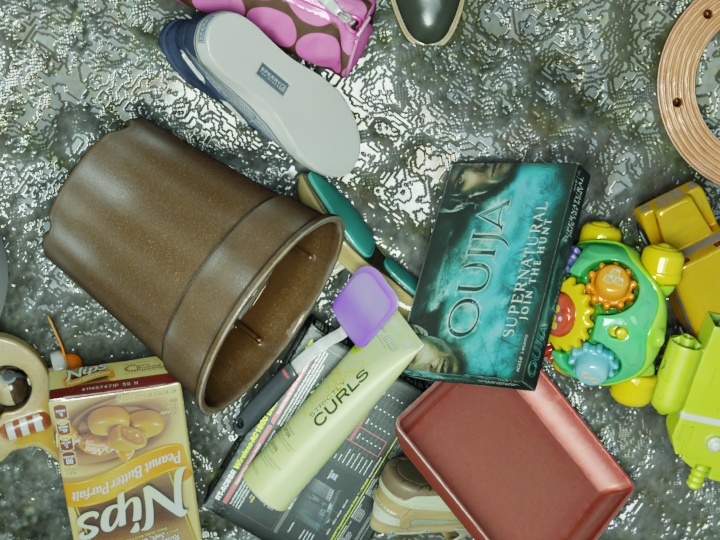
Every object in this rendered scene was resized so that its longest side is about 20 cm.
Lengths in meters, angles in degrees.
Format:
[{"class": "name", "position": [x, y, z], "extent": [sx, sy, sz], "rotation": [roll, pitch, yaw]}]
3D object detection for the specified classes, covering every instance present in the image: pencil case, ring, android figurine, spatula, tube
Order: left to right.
[{"class": "pencil case", "position": [-0.083, -0.243, 1.345], "extent": [0.199, 0.094, 0.091], "rotation": [22, 97, -4]}, {"class": "spatula", "position": [-0.045, 0.076, 1.357], "extent": [0.200, 0.021, 0.057], "rotation": [-44, 61, 14]}, {"class": "tube", "position": [-0.023, 0.120, 1.352], "extent": [0.058, 0.052, 0.200], "rotation": [44, 99, 16]}, {"class": "android figurine", "position": [0.345, 0.111, 1.367], "extent": [0.181, 0.041, 0.201], "rotation": [14, 112, -8]}, {"class": "ring", "position": [0.366, -0.170, 1.406], "extent": [0.199, 0.019, 0.202], "rotation": [0, 97, -1]}]

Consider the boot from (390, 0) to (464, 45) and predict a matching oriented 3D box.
[{"class": "boot", "position": [0.061, -0.293, 1.319], "extent": [0.077, 0.138, 0.202], "rotation": [-1, 99, -2]}]

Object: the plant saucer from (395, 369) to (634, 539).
[{"class": "plant saucer", "position": [0.132, 0.171, 1.369], "extent": [0.200, 0.200, 0.037], "rotation": [51, 131, 2]}]

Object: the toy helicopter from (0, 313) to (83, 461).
[{"class": "toy helicopter", "position": [-0.284, 0.133, 1.415], "extent": [0.132, 0.079, 0.200], "rotation": [-45, 108, -2]}]

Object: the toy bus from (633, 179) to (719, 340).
[{"class": "toy bus", "position": [0.314, 0.023, 1.392], "extent": [0.065, 0.078, 0.201], "rotation": [-26, 113, 2]}]

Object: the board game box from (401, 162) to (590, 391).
[{"class": "board game box", "position": [0.113, 0.002, 1.340], "extent": [0.135, 0.028, 0.201], "rotation": [2, 67, 38]}]

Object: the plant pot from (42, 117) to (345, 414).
[{"class": "plant pot", "position": [-0.149, -0.016, 1.323], "extent": [0.198, 0.200, 0.201], "rotation": [35, 96, 14]}]

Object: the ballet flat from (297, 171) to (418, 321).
[{"class": "ballet flat", "position": [0.000, 0.000, 1.398], "extent": [0.063, 0.069, 0.200], "rotation": [-42, 96, 18]}]

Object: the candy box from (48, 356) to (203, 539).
[{"class": "candy box", "position": [-0.207, 0.179, 1.386], "extent": [0.115, 0.055, 0.201], "rotation": [-8, 117, -6]}]

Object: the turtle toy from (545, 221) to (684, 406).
[{"class": "turtle toy", "position": [0.187, 0.030, 1.361], "extent": [0.101, 0.200, 0.147], "rotation": [0, 106, -39]}]

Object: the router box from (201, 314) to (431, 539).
[{"class": "router box", "position": [-0.032, 0.164, 1.420], "extent": [0.149, 0.062, 0.201], "rotation": [31, 96, -6]}]

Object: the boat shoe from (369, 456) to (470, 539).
[{"class": "boat shoe", "position": [0.093, 0.212, 1.408], "extent": [0.199, 0.072, 0.077], "rotation": [9, 117, -30]}]

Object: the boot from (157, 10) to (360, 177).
[{"class": "boot", "position": [-0.087, -0.158, 1.375], "extent": [0.200, 0.090, 0.073], "rotation": [45, 70, -32]}]

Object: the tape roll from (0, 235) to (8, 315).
[{"class": "tape roll", "position": [-0.413, 0.006, 1.352], "extent": [0.199, 0.066, 0.202], "rotation": [-2, 79, 10]}]
